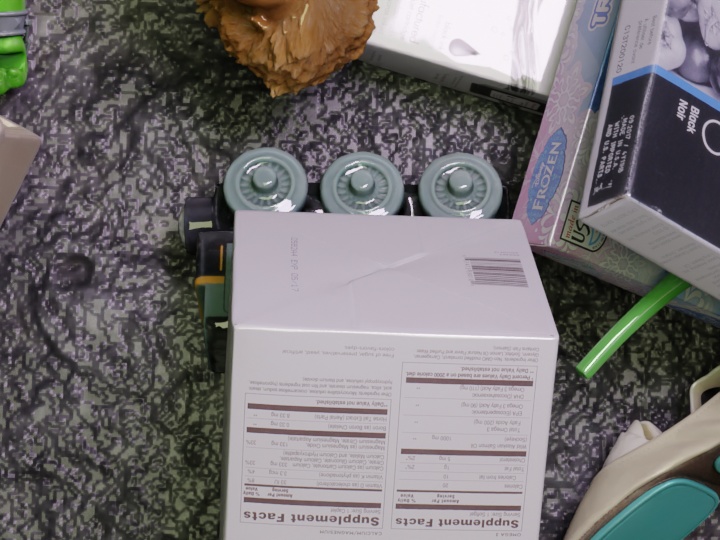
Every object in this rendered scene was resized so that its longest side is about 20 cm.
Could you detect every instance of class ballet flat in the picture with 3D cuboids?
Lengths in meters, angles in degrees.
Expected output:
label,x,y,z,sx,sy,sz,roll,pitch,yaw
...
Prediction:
label,x,y,z,sx,sy,sz,roll,pitch,yaw
ballet flat,0.183,0.098,1.163,0.200,0.069,0.070,-36,88,16

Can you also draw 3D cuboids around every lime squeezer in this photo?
label,x,y,z,sx,sy,sz,roll,pitch,yaw
lime squeezer,0.192,0.001,1.116,0.199,0.071,0.038,-14,44,-32

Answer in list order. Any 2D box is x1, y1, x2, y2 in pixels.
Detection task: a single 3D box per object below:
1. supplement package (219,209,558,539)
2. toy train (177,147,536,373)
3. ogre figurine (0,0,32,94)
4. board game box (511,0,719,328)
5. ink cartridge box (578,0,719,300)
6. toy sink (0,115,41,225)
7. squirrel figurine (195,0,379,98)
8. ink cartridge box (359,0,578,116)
label,x,y,z,sx,sy,sz,roll,pitch,yaw
supplement package,0.007,0.091,1.041,0.150,0.152,0.201,2,112,-3
toy train,0.000,0.000,1.144,0.199,0.085,0.115,1,65,-1
ogre figurine,-0.257,-0.187,1.151,0.199,0.098,0.120,28,96,11
board game box,0.192,-0.078,1.147,0.198,0.043,0.201,20,84,-31
ink cartridge box,0.208,-0.075,1.079,0.200,0.043,0.199,28,62,-30
toy sink,-0.253,-0.056,1.082,0.130,0.200,0.112,27,93,0
squirrel figurine,-0.070,-0.191,1.125,0.141,0.186,0.201,-28,120,-27
ink cartridge box,0.109,-0.148,1.181,0.199,0.067,0.116,16,85,-2
